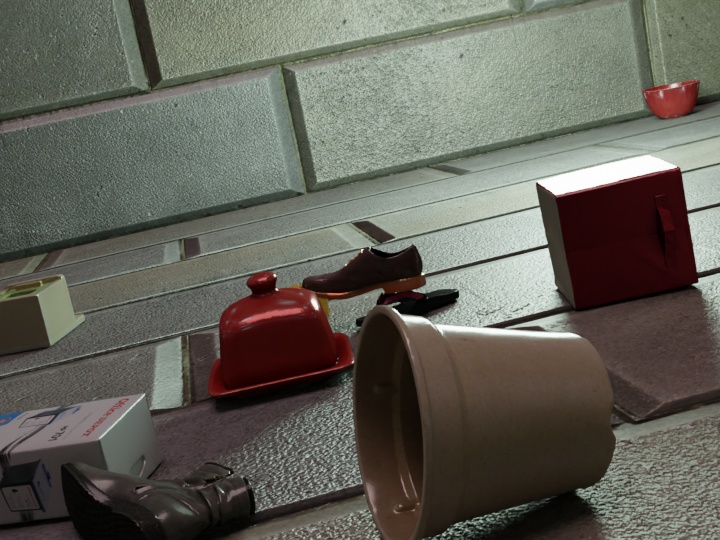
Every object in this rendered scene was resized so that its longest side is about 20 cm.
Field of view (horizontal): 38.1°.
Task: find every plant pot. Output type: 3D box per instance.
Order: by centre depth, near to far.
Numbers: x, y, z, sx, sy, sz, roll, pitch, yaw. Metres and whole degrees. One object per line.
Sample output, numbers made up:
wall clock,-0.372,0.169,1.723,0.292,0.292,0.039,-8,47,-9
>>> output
plant pot,0.107,0.125,0.884,0.182,0.202,0.200,-3,8,-16

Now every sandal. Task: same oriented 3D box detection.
sandal,0.069,0.047,1.634,0.199,0.045,0.075,-19,14,-34

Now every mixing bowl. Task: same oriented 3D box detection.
mixing bowl,1.078,-0.585,3.606,0.198,0.109,0.200,-10,11,2

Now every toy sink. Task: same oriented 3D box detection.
toy sink,-0.644,0.080,2.049,0.129,0.113,0.200,-10,11,8

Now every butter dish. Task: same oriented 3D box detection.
butter dish,-0.120,0.075,1.425,0.198,0.149,0.199,-13,10,-3

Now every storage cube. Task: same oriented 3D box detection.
storage cube,0.369,-0.058,1.523,0.178,0.172,0.200,-13,11,2

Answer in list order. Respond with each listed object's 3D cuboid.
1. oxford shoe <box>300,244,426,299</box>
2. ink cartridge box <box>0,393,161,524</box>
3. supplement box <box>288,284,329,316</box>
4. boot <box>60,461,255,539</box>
oxford shoe,0.000,0.000,1.619,0.198,0.074,0.071,-8,12,8
ink cartridge box,-0.341,0.209,1.147,0.198,0.087,0.146,-11,11,11
supplement box,-0.107,0.072,1.644,0.066,0.069,0.200,-7,13,17
boot,-0.197,0.221,1.014,0.130,0.068,0.199,-17,20,-39
